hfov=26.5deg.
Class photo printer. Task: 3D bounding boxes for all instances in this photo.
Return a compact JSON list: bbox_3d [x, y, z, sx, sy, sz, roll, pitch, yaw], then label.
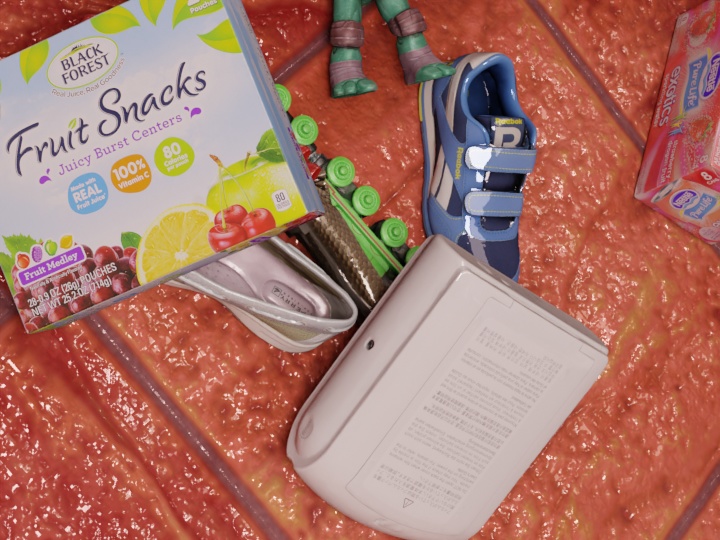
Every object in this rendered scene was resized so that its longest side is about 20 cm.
[{"bbox_3d":[0.056,0.094,1.061,0.166,0.069,0.200,29,102,-32],"label":"photo printer"}]

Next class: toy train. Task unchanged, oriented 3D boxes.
[{"bbox_3d":[-0.024,-0.052,1.127,0.056,0.042,0.200,-46,102,-22],"label":"toy train"}]

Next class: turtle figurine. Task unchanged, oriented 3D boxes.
[{"bbox_3d":[0.004,-0.237,1.158,0.149,0.101,0.201,-12,96,1],"label":"turtle figurine"}]

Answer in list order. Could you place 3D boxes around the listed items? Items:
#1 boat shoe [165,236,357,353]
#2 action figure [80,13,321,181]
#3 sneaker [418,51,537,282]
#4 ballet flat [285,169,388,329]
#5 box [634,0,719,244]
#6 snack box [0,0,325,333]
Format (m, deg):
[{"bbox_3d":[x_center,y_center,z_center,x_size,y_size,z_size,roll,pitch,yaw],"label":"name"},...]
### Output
[{"bbox_3d":[-0.093,-0.013,1.057,0.202,0.065,0.075,37,60,-18],"label":"boat shoe"},{"bbox_3d":[-0.134,-0.099,1.042,0.200,0.065,0.099,40,82,17],"label":"action figure"},{"bbox_3d":[0.094,-0.076,1.180,0.074,0.082,0.201,-1,78,-34],"label":"sneaker"},{"bbox_3d":[0.000,0.000,1.094,0.046,0.067,0.200,-43,105,-17],"label":"ballet flat"},{"bbox_3d":[0.322,-0.138,1.325,0.094,0.103,0.201,29,64,-22],"label":"box"},{"bbox_3d":[-0.146,-0.075,0.974,0.199,0.068,0.169,-22,88,9],"label":"snack box"}]
